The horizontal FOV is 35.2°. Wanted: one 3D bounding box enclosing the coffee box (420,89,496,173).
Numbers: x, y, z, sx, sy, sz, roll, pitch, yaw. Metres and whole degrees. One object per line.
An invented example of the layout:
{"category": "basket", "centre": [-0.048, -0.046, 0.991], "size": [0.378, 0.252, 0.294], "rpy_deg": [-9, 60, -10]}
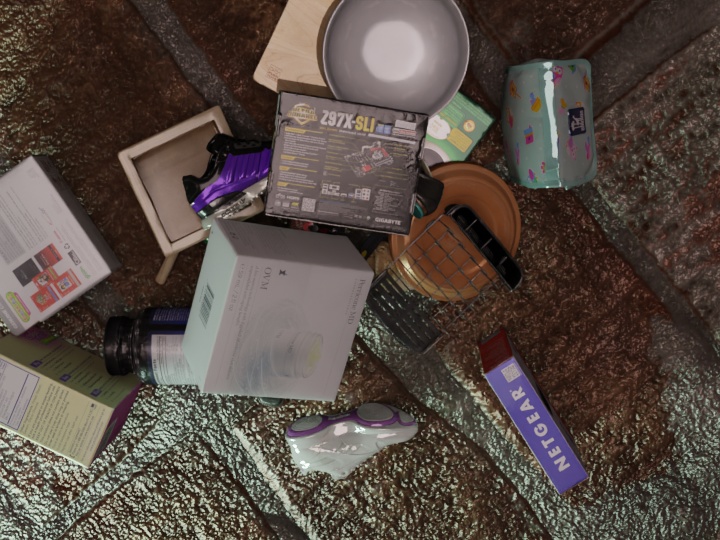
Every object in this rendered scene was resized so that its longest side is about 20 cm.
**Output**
{"category": "coffee box", "centre": [0.087, -0.173, 1.620], "size": [0.122, 0.044, 0.201], "rpy_deg": [35, 98, -5]}

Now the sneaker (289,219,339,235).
{"category": "sneaker", "centre": [-0.078, -0.101, 1.619], "size": [0.097, 0.070, 0.204], "rpy_deg": [14, 100, 31]}

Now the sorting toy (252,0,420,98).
{"category": "sorting toy", "centre": [-0.021, -0.313, 1.581], "size": [0.198, 0.070, 0.201], "rpy_deg": [26, 99, -10]}

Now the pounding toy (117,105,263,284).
{"category": "pounding toy", "centre": [-0.247, -0.102, 1.616], "size": [0.182, 0.142, 0.202], "rpy_deg": [-26, 100, -8]}

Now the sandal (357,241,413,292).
{"category": "sandal", "centre": [0.014, -0.002, 1.638], "size": [0.208, 0.070, 0.079], "rpy_deg": [1, 99, 2]}

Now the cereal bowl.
{"category": "cereal bowl", "centre": [0.043, -0.293, 1.513], "size": [0.197, 0.083, 0.203], "rpy_deg": [-1, 103, -6]}

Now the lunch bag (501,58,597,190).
{"category": "lunch bag", "centre": [0.253, -0.199, 1.530], "size": [0.120, 0.200, 0.173], "rpy_deg": [-4, 98, 4]}

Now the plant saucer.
{"category": "plant saucer", "centre": [0.137, -0.053, 1.612], "size": [0.197, 0.032, 0.204], "rpy_deg": [-5, 107, -15]}

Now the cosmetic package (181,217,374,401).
{"category": "cosmetic package", "centre": [-0.112, 0.055, 1.514], "size": [0.197, 0.123, 0.202], "rpy_deg": [6, 114, -27]}

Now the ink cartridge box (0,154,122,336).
{"category": "ink cartridge box", "centre": [-0.478, -0.036, 1.644], "size": [0.174, 0.084, 0.201], "rpy_deg": [-33, 96, 3]}

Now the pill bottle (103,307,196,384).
{"category": "pill bottle", "centre": [-0.266, 0.109, 1.648], "size": [0.196, 0.112, 0.114], "rpy_deg": [0, 99, 3]}

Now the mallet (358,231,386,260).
{"category": "mallet", "centre": [0.000, 0.000, 1.591], "size": [0.066, 0.041, 0.200], "rpy_deg": [44, 125, -2]}

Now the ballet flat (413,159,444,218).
{"category": "ballet flat", "centre": [0.034, -0.156, 1.552], "size": [0.200, 0.068, 0.069], "rpy_deg": [42, 76, -2]}

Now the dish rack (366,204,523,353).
{"category": "dish rack", "centre": [0.111, 0.018, 1.580], "size": [0.200, 0.055, 0.154], "rpy_deg": [-43, 112, 0]}

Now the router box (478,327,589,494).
{"category": "router box", "centre": [0.241, 0.195, 1.604], "size": [0.048, 0.180, 0.201], "rpy_deg": [-32, 97, 8]}

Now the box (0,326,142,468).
{"category": "box", "centre": [-0.438, 0.176, 1.633], "size": [0.198, 0.176, 0.098], "rpy_deg": [26, 99, -2]}

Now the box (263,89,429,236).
{"category": "box", "centre": [-0.020, -0.140, 1.477], "size": [0.197, 0.049, 0.162], "rpy_deg": [7, 101, -6]}

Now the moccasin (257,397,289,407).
{"category": "moccasin", "centre": [-0.110, 0.097, 1.663], "size": [0.072, 0.078, 0.205], "rpy_deg": [4, 103, 17]}

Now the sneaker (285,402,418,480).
{"category": "sneaker", "centre": [-0.009, 0.256, 1.689], "size": [0.197, 0.075, 0.101], "rpy_deg": [-9, 112, 8]}

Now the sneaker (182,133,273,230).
{"category": "sneaker", "centre": [-0.154, -0.150, 1.524], "size": [0.199, 0.069, 0.100], "rpy_deg": [-38, 100, -14]}
